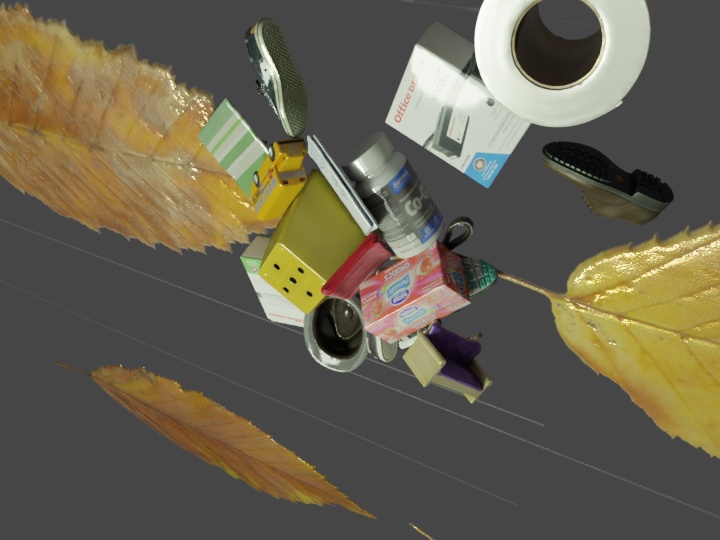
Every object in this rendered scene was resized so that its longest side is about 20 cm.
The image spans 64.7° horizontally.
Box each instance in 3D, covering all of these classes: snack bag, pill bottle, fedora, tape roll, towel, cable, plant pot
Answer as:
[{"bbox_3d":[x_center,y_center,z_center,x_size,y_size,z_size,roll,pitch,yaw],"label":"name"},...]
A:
[{"bbox_3d":[-0.035,-0.146,1.026,0.191,0.021,0.200,54,177,-2],"label":"snack bag"},{"bbox_3d":[0.057,-0.134,1.010,0.112,0.115,0.202,-16,120,43],"label":"pill bottle"},{"bbox_3d":[-0.043,0.124,1.339,0.171,0.090,0.207,12,115,18],"label":"fedora"},{"bbox_3d":[0.250,-0.302,0.689,0.196,0.141,0.207,19,139,17],"label":"tape roll"},{"bbox_3d":[0.000,0.000,1.094,0.023,0.145,0.200,45,-175,13],"label":"towel"},{"bbox_3d":[-0.243,-0.241,1.191,0.201,0.024,0.151,49,138,-14],"label":"towel"},{"bbox_3d":[0.150,-0.029,1.100,0.097,0.051,0.197,43,140,-19],"label":"cable"},{"bbox_3d":[-0.097,-0.039,1.164,0.198,0.178,0.200,39,140,-6],"label":"plant pot"}]

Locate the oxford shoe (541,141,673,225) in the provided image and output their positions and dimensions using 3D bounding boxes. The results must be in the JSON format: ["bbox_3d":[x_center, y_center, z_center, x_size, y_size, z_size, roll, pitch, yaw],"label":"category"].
[{"bbox_3d":[0.352,-0.122,0.848,0.196,0.073,0.085,30,143,6],"label":"oxford shoe"}]

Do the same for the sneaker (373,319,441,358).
[{"bbox_3d":[0.088,0.131,1.284,0.196,0.079,0.089,-27,85,34],"label":"sneaker"}]

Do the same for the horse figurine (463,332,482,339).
[{"bbox_3d":[0.172,0.173,1.226,0.132,0.194,0.052,-37,60,48],"label":"horse figurine"}]

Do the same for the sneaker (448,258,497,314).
[{"bbox_3d":[0.193,0.041,1.135,0.196,0.080,0.090,-24,146,35],"label":"sneaker"}]

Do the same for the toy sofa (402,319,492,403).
[{"bbox_3d":[0.182,0.182,1.113,0.197,0.098,0.083,28,-163,-44],"label":"toy sofa"}]

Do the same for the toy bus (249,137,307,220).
[{"bbox_3d":[-0.157,-0.174,1.093,0.199,0.063,0.081,-37,69,58],"label":"toy bus"}]

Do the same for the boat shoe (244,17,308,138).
[{"bbox_3d":[-0.146,-0.331,0.995,0.061,0.075,0.205,8,131,38],"label":"boat shoe"}]

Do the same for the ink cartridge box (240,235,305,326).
[{"bbox_3d":[-0.181,0.028,1.361,0.141,0.085,0.204,9,135,28],"label":"ink cartridge box"}]

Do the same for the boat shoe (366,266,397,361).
[{"bbox_3d":[0.040,0.094,1.242,0.059,0.072,0.208,6,106,46],"label":"boat shoe"}]

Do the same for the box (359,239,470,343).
[{"bbox_3d":[0.100,0.045,1.087,0.197,0.106,0.093,-30,140,31],"label":"box"}]

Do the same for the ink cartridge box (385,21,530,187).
[{"bbox_3d":[0.152,-0.246,0.856,0.196,0.085,0.146,32,140,4],"label":"ink cartridge box"}]
